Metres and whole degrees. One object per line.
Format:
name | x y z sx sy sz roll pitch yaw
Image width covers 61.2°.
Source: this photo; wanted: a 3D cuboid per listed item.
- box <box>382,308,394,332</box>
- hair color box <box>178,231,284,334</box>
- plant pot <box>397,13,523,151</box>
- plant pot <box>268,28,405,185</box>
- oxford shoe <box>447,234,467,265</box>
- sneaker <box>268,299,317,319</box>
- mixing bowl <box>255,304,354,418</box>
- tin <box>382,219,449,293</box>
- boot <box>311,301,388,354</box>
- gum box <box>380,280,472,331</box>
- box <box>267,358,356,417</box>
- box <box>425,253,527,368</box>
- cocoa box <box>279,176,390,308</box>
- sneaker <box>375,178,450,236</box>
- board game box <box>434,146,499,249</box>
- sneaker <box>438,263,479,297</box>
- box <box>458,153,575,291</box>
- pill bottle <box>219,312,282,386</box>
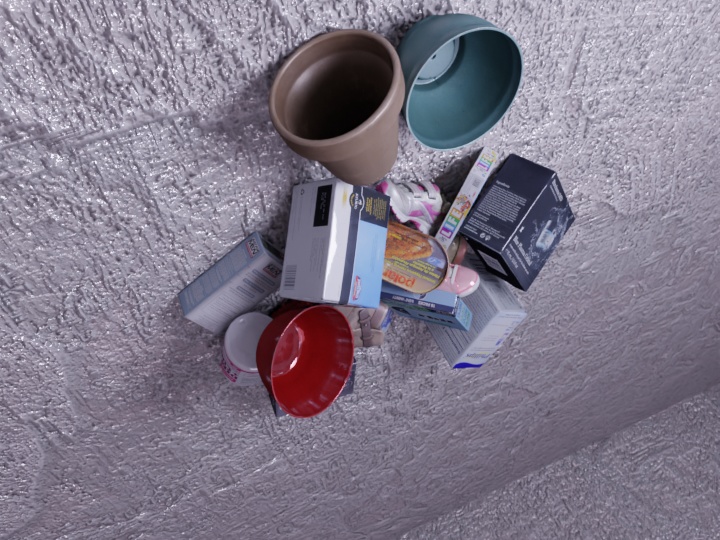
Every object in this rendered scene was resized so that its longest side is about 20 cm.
box | 0.009 0.100 1.334 0.199 0.047 0.124 -18 133 -55
hair color box | -0.234 0.027 1.150 0.199 0.061 0.099 -37 142 10
plant pot | 0.133 -0.309 0.945 0.197 0.135 0.202 -17 140 -15
plant pot | -0.017 -0.223 0.911 0.198 0.202 0.175 -31 151 3
oxford shoe | 0.176 -0.014 1.379 0.072 0.072 0.202 14 133 -7
sneaker | -0.106 0.091 1.269 0.198 0.080 0.095 -29 130 28
mixing bowl | -0.116 0.152 1.100 0.198 0.107 0.205 -13 107 -46
tin | 0.079 -0.028 1.186 0.114 0.197 0.042 -67 164 2
boot | -0.027 0.132 1.215 0.143 0.071 0.203 8 127 -13
gum box | 0.138 0.074 1.285 0.200 0.167 0.045 37 67 -66
box | -0.119 0.235 1.413 0.196 0.116 0.134 -15 141 -18
box | 0.260 0.099 1.447 0.103 0.185 0.201 6 132 -38
cocoa box | -0.043 -0.042 1.059 0.130 0.205 0.132 12 172 -41
sneaker | 0.104 -0.140 1.172 0.088 0.082 0.199 -47 146 16
board game box | 0.202 -0.131 1.206 0.135 0.034 0.202 -54 171 -53
sneaker | 0.150 0.001 1.298 0.196 0.076 0.105 3 140 27
box | 0.333 -0.096 1.280 0.202 0.117 0.196 -55 141 -4
pill bottle | -0.225 0.167 1.225 0.111 0.115 0.200 -11 163 -21
